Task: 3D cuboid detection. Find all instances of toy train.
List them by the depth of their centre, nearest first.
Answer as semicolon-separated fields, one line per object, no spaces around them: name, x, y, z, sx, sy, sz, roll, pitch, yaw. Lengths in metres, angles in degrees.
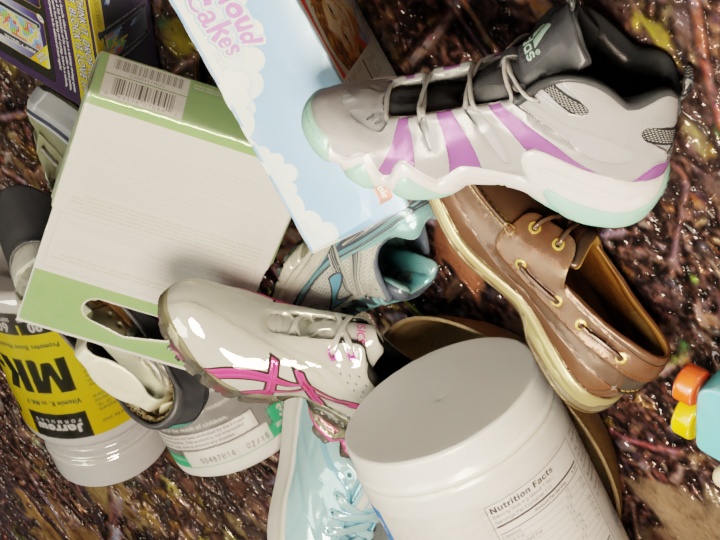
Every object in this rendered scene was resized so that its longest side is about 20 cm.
toy train;0.260;0.116;1.378;0.150;0.056;0.200;-9;121;55

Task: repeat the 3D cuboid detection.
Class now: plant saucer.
plant saucer;0.097;0.101;1.592;0.200;0.035;0.200;34;148;25

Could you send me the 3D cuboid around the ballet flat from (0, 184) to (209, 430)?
ballet flat;-0.179;0.028;1.638;0.200;0.073;0.073;49;151;-4

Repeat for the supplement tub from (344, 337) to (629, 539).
supplement tub;0.088;0.156;1.501;0.132;0.132;0.200;4;129;51

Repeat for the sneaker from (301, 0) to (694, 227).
sneaker;0.076;-0.102;1.296;0.200;0.078;0.140;7;137;-8

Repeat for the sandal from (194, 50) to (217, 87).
sandal;-0.070;-0.120;1.538;0.082;0.055;0.200;37;148;21

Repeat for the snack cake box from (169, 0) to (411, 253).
snack cake box;-0.038;-0.123;1.407;0.067;0.115;0.200;-25;103;18

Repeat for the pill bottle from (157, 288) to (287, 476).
pill bottle;-0.122;0.035;1.730;0.113;0.113;0.200;4;129;52

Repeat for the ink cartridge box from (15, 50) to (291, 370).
ink cartridge box;-0.123;-0.031;1.559;0.145;0.048;0.200;17;133;-9

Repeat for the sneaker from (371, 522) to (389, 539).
sneaker;0.052;0.186;1.712;0.200;0.071;0.073;25;106;57

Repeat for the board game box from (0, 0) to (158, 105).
board game box;-0.216;-0.216;1.621;0.165;0.057;0.200;31;146;26

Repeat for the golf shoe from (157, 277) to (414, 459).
golf shoe;-0.032;0.047;1.544;0.200;0.073;0.092;27;130;-27

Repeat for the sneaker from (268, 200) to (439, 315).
sneaker;0.000;0.000;1.566;0.086;0.078;0.200;37;149;14

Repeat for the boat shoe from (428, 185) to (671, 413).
boat shoe;0.107;-0.014;1.417;0.068;0.072;0.200;-29;99;43

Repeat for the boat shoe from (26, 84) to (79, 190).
boat shoe;-0.190;-0.077;1.681;0.072;0.062;0.200;26;-175;-27

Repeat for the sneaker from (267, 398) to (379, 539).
sneaker;-0.012;0.154;1.687;0.082;0.074;0.200;-3;88;52

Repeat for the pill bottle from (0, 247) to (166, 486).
pill bottle;-0.217;0.061;1.890;0.114;0.114;0.200;20;140;40
